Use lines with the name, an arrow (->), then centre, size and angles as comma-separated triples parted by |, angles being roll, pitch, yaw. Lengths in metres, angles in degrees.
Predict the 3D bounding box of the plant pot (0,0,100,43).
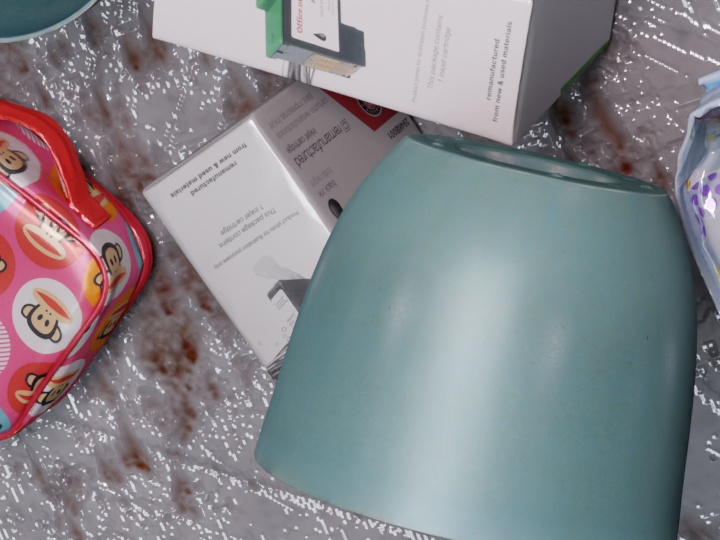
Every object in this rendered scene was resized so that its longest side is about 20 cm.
plant pot -> -0.170, -0.232, 1.548 | 0.199, 0.135, 0.201 | 8, 112, 21

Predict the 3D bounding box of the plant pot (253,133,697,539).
plant pot -> 0.063, 0.027, 1.374 | 0.200, 0.200, 0.162 | 14, 98, 19

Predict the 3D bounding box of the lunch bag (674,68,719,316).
lunch bag -> 0.239, -0.026, 1.424 | 0.127, 0.170, 0.201 | -25, 97, 30

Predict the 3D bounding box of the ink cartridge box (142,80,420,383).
ink cartridge box -> 0.000, 0.000, 1.554 | 0.084, 0.144, 0.200 | -32, 95, 30

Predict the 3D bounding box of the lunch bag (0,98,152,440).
lunch bag -> -0.221, -0.023, 1.679 | 0.200, 0.082, 0.176 | 41, 119, 6

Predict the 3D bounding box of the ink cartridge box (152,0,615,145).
ink cartridge box -> 0.014, -0.150, 1.491 | 0.199, 0.146, 0.085 | 17, 121, 18
